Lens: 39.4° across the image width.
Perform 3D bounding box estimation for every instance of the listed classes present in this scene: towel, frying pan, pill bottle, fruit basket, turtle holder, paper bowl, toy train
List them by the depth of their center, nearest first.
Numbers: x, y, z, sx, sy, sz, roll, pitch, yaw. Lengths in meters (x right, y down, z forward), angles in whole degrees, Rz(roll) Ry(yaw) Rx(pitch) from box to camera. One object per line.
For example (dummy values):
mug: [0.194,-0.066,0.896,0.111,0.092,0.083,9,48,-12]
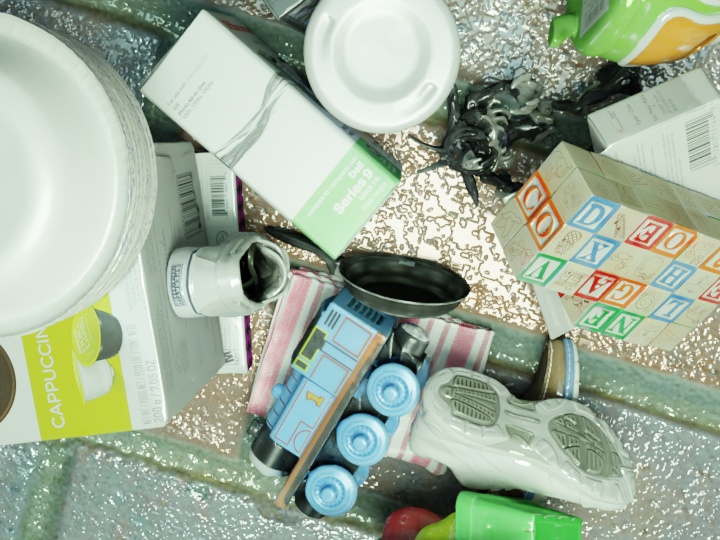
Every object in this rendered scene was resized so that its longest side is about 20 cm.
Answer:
paper bowl: [-0.234,-0.058,0.624,0.198,0.104,0.204,0,96,4]
pill bottle: [0.018,-0.167,0.778,0.110,0.200,0.114,0,100,2]
turtle holder: [0.229,-0.246,0.799,0.130,0.187,0.142,12,135,-10]
fruit basket: [0.076,0.237,0.829,0.198,0.185,0.095,-13,70,29]
frying pan: [0.000,0.006,0.855,0.187,0.115,0.031,9,109,2]
toy train: [-0.021,0.118,0.868,0.114,0.087,0.201,32,105,5]
towel: [0.008,0.093,0.913,0.198,0.030,0.148,18,101,-1]

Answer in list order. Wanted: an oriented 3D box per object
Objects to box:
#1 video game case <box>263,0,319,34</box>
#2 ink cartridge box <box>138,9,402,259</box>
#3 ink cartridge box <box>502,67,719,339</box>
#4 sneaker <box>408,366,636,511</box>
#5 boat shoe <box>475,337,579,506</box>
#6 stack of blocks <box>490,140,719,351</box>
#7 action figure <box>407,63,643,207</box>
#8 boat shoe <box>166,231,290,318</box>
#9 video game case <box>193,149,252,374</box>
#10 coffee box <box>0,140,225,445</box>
video game case: [0.021,-0.254,0.771,0.199,0.181,0.026,-37,96,8]
ink cartridge box: [-0.065,-0.114,0.819,0.200,0.146,0.084,41,100,-5]
ink cartridge box: [0.209,-0.046,0.810,0.174,0.045,0.201,-23,139,5]
sneaker: [0.131,0.152,0.838,0.198,0.078,0.100,25,138,-3]
boat shoe: [0.142,0.152,0.895,0.071,0.072,0.203,14,101,2]
stack of blocks: [0.197,-0.012,0.763,0.198,0.059,0.115,14,129,-33]
action figure: [0.141,-0.112,0.834,0.197,0.102,0.120,-15,111,4]
boat shoe: [-0.088,0.006,0.812,0.064,0.200,0.075,-4,98,14]
video game case: [-0.192,-0.005,0.901,0.179,0.036,0.203,-2,100,3]
coffee box: [-0.233,0.010,0.786,0.195,0.200,0.202,-7,98,5]
